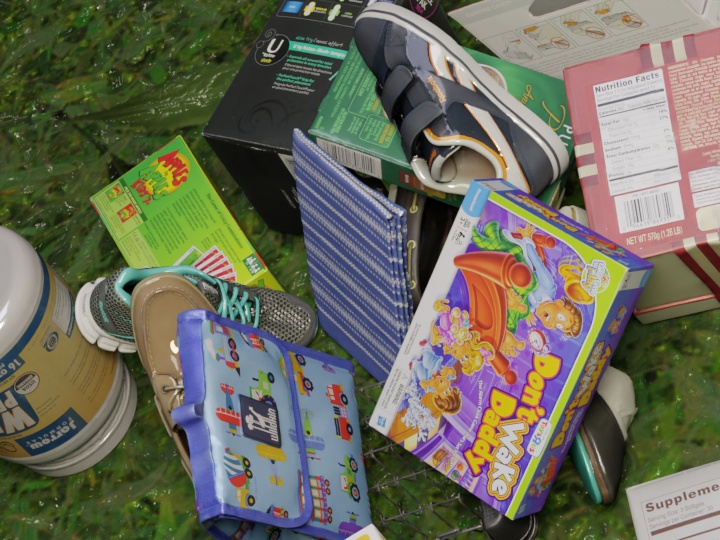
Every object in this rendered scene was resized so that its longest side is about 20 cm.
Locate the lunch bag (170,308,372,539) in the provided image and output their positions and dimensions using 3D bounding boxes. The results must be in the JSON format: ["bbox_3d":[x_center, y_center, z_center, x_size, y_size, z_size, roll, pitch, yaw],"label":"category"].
[{"bbox_3d":[-0.079,0.121,1.372,0.094,0.200,0.151,-17,66,22],"label":"lunch bag"}]

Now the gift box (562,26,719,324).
[{"bbox_3d":[0.252,-0.053,1.422,0.184,0.187,0.200,-9,73,19],"label":"gift box"}]

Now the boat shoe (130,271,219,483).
[{"bbox_3d":[-0.123,0.097,1.494,0.071,0.200,0.065,-21,19,-1],"label":"boat shoe"}]

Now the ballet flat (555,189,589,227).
[{"bbox_3d":[0.145,-0.033,1.517,0.072,0.072,0.200,-36,41,0],"label":"ballet flat"}]

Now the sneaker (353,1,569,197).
[{"bbox_3d":[0.057,-0.119,1.436,0.200,0.078,0.079,40,66,17],"label":"sneaker"}]

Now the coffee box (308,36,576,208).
[{"bbox_3d":[0.072,-0.113,1.502,0.200,0.044,0.123,19,65,11],"label":"coffee box"}]

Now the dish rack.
[{"bbox_3d":[0.023,0.154,1.457,0.200,0.055,0.154,-19,63,20],"label":"dish rack"}]

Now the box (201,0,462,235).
[{"bbox_3d":[-0.014,-0.144,1.641,0.124,0.149,0.200,13,63,32],"label":"box"}]

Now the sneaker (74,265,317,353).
[{"bbox_3d":[-0.124,0.035,1.549,0.200,0.091,0.078,4,70,-19],"label":"sneaker"}]

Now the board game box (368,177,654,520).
[{"bbox_3d":[0.103,0.054,1.357,0.134,0.045,0.200,31,109,27],"label":"board game box"}]

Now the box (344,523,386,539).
[{"bbox_3d":[0.022,0.276,1.286,0.101,0.200,0.113,-32,48,3],"label":"box"}]

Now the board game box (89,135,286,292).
[{"bbox_3d":[-0.153,-0.021,1.693,0.102,0.048,0.200,-35,49,0],"label":"board game box"}]

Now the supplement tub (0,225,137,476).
[{"bbox_3d":[-0.285,0.071,1.593,0.145,0.200,0.145,-14,52,19],"label":"supplement tub"}]

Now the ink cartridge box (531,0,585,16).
[{"bbox_3d":[0.195,-0.338,1.718,0.146,0.083,0.200,-14,53,18],"label":"ink cartridge box"}]

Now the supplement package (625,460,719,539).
[{"bbox_3d":[0.260,0.234,1.250,0.117,0.117,0.200,-19,50,14],"label":"supplement package"}]

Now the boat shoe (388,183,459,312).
[{"bbox_3d":[0.057,-0.056,1.596,0.061,0.072,0.201,5,68,32],"label":"boat shoe"}]

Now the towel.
[{"bbox_3d":[0.000,0.000,1.506,0.024,0.200,0.145,-27,43,-23],"label":"towel"}]

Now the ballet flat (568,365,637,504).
[{"bbox_3d":[0.163,0.086,1.444,0.068,0.068,0.200,-23,48,-7],"label":"ballet flat"}]

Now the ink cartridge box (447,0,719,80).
[{"bbox_3d":[0.197,-0.189,1.511,0.200,0.174,0.044,-12,49,47],"label":"ink cartridge box"}]
